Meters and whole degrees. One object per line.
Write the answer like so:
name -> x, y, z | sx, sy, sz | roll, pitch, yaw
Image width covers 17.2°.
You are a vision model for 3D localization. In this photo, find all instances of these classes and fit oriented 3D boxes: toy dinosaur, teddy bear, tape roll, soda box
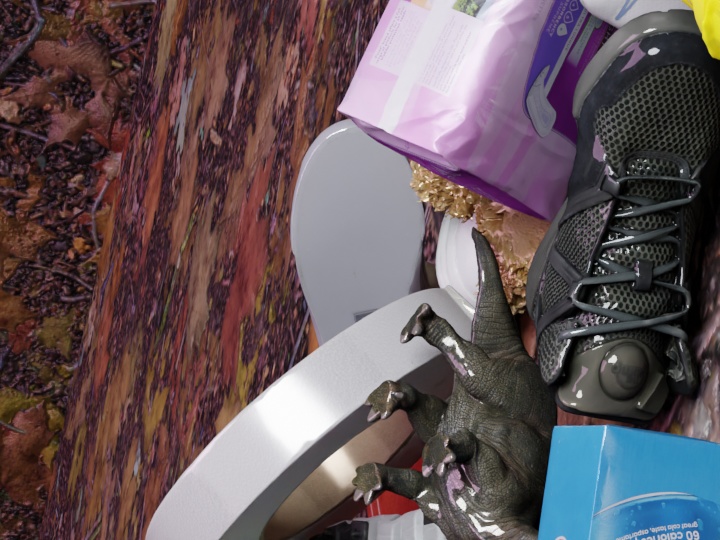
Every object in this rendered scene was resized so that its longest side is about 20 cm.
toy dinosaur -> 0.056, 0.076, 1.083 | 0.077, 0.102, 0.201 | -39, 40, 32
teddy bear -> 0.080, -0.073, 1.177 | 0.145, 0.067, 0.200 | -47, 49, 13
tape roll -> -0.017, 0.088, 1.177 | 0.037, 0.202, 0.203 | 48, 146, 16
soda box -> 0.104, 0.166, 0.970 | 0.068, 0.064, 0.201 | 164, 114, -76

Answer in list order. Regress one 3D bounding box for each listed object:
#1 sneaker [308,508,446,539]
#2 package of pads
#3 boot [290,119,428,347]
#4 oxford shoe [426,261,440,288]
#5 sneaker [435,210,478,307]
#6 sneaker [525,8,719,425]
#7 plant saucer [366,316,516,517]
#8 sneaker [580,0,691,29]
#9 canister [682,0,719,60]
sneaker -> 0.059, 0.147, 1.177 | 0.200, 0.090, 0.067 | -19, 59, 46
package of pads -> 0.081, -0.131, 1.068 | 0.076, 0.120, 0.201 | 25, 90, 36
boot -> 0.000, 0.000, 1.290 | 0.096, 0.073, 0.201 | -100, 5, -65
oxford shoe -> 0.003, 0.084, 1.439 | 0.070, 0.075, 0.200 | 38, 110, 29
sneaker -> 0.087, -0.079, 1.245 | 0.088, 0.075, 0.201 | -25, 61, 60
sneaker -> 0.120, -0.011, 1.012 | 0.115, 0.076, 0.200 | -96, 17, -44
plant saucer -> 0.046, 0.120, 1.325 | 0.200, 0.037, 0.200 | -98, 22, -55
sneaker -> 0.148, -0.179, 0.977 | 0.075, 0.087, 0.201 | -107, 30, -65
canister -> 0.134, -0.175, 0.867 | 0.200, 0.086, 0.149 | 50, 122, 47
